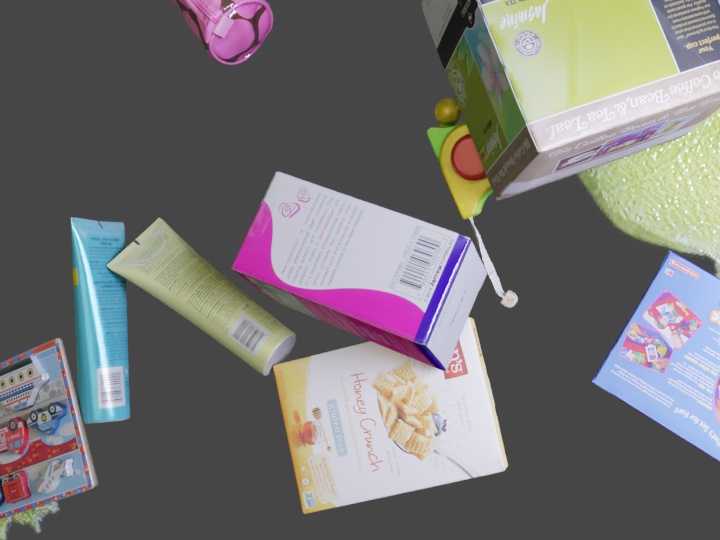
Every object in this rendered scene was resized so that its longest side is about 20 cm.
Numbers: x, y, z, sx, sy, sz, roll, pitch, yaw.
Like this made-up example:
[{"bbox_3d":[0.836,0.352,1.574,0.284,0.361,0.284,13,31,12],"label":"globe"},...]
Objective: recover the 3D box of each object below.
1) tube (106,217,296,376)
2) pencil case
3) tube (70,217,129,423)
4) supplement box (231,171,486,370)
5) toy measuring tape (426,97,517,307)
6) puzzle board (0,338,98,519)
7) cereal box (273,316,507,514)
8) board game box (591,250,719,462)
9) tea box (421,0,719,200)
[{"bbox_3d":[-0.153,0.026,0.985,0.199,0.058,0.052,35,110,14],"label":"tube"},{"bbox_3d":[-0.175,-0.302,0.992,0.091,0.094,0.200,-42,78,7],"label":"pencil case"},{"bbox_3d":[-0.261,0.050,0.999,0.050,0.077,0.203,-2,89,21],"label":"tube"},{"bbox_3d":[0.000,0.000,0.899,0.198,0.103,0.102,21,79,22],"label":"supplement box"},{"bbox_3d":[0.124,-0.069,0.918,0.073,0.074,0.202,-24,90,11],"label":"toy measuring tape"},{"bbox_3d":[-0.362,0.172,1.015,0.198,0.017,0.153,-21,81,26],"label":"puzzle board"},{"bbox_3d":[0.027,0.136,0.934,0.198,0.039,0.146,-16,81,12],"label":"cereal box"},{"bbox_3d":[0.321,0.093,0.863,0.199,0.045,0.135,32,94,14],"label":"board game box"},{"bbox_3d":[0.184,-0.194,0.843,0.198,0.134,0.199,-18,80,-11],"label":"tea box"}]
